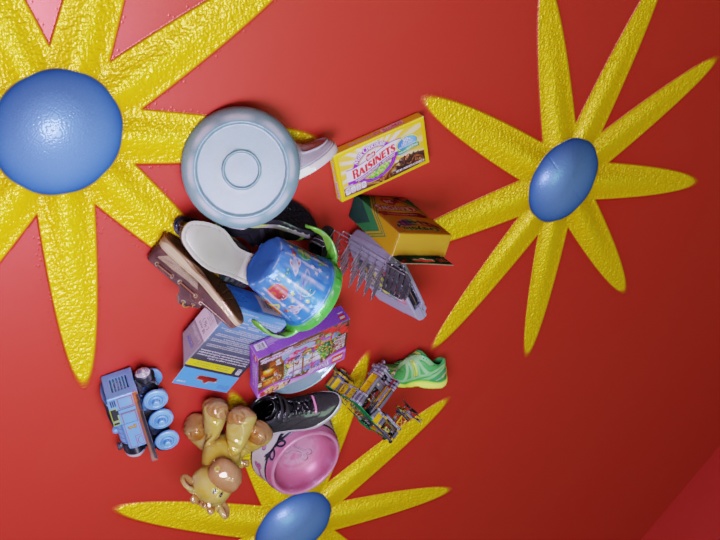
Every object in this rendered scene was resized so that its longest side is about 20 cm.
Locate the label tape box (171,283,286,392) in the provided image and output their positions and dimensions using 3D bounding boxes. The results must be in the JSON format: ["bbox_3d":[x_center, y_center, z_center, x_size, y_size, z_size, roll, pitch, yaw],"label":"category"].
[{"bbox_3d":[-0.248,0.128,1.651,0.200,0.064,0.143,-47,142,18],"label":"label tape box"}]

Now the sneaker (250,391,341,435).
[{"bbox_3d":[-0.134,0.280,1.797,0.197,0.072,0.099,-15,156,-4],"label":"sneaker"}]

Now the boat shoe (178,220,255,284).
[{"bbox_3d":[-0.238,-0.028,1.539,0.200,0.060,0.072,34,80,-39],"label":"boat shoe"}]

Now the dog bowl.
[{"bbox_3d":[-0.132,0.393,1.916,0.198,0.074,0.203,-18,127,-25],"label":"dog bowl"}]

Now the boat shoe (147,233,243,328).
[{"bbox_3d":[-0.283,0.031,1.524,0.072,0.072,0.200,-43,93,10],"label":"boat shoe"}]

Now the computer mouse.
[{"bbox_3d":[-0.259,-0.033,1.582,0.059,0.034,0.200,-49,128,-7],"label":"computer mouse"}]

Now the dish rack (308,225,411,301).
[{"bbox_3d":[0.000,0.000,1.652,0.055,0.198,0.154,-57,171,-19],"label":"dish rack"}]

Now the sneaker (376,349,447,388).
[{"bbox_3d":[0.107,0.216,1.979,0.198,0.074,0.085,6,90,-34],"label":"sneaker"}]

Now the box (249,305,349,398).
[{"bbox_3d":[-0.117,0.157,1.713,0.198,0.039,0.138,-23,147,-23],"label":"box"}]

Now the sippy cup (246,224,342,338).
[{"bbox_3d":[-0.121,0.014,1.530,0.139,0.180,0.130,-27,132,35],"label":"sippy cup"}]

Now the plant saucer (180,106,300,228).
[{"bbox_3d":[-0.197,-0.168,1.476,0.197,0.027,0.203,-2,103,-9],"label":"plant saucer"}]

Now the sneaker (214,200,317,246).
[{"bbox_3d":[-0.170,-0.082,1.600,0.198,0.072,0.083,11,137,-38],"label":"sneaker"}]

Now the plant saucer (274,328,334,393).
[{"bbox_3d":[-0.126,0.152,1.786,0.199,0.039,0.203,-18,128,-24],"label":"plant saucer"}]

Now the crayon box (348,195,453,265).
[{"bbox_3d":[0.081,-0.076,1.668,0.125,0.200,0.051,1,119,-35],"label":"crayon box"}]

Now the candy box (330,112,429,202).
[{"bbox_3d":[0.037,-0.212,1.670,0.198,0.026,0.103,-26,127,-18],"label":"candy box"}]

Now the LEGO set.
[{"bbox_3d":[0.034,0.260,1.893,0.116,0.153,0.200,-50,117,-16],"label":"LEGO set"}]

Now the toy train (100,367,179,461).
[{"bbox_3d":[-0.404,0.264,1.641,0.113,0.087,0.202,-16,129,-14],"label":"toy train"}]

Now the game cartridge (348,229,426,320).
[{"bbox_3d":[0.050,0.009,1.747,0.041,0.133,0.201,-44,136,-15],"label":"game cartridge"}]

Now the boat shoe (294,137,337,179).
[{"bbox_3d":[-0.131,-0.192,1.535,0.199,0.070,0.072,-29,116,-18],"label":"boat shoe"}]

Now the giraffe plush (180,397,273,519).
[{"bbox_3d":[-0.273,0.371,1.711,0.170,0.163,0.201,21,126,-10],"label":"giraffe plush"}]
